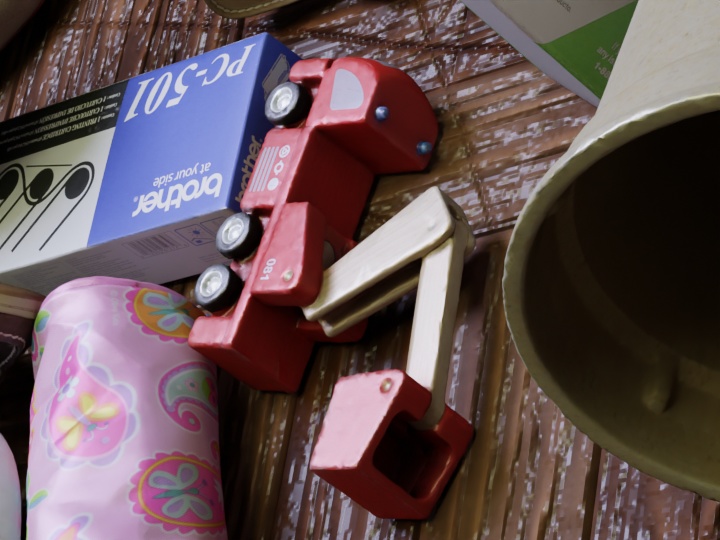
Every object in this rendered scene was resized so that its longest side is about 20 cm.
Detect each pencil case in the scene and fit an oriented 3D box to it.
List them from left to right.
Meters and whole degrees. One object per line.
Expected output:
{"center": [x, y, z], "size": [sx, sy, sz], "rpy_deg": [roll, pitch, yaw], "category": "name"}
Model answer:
{"center": [-0.098, 0.098, 1.103], "size": [0.087, 0.087, 0.201], "rpy_deg": [-31, 43, 26], "category": "pencil case"}

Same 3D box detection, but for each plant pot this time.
{"center": [0.158, -0.051, 0.883], "size": [0.200, 0.200, 0.184], "rpy_deg": [-21, 38, 34], "category": "plant pot"}

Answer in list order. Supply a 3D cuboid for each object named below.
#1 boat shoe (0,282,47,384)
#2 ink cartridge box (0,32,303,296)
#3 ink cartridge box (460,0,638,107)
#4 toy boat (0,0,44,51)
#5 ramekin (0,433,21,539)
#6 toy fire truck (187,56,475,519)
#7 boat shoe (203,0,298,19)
{"center": [-0.194, 0.048, 1.217], "size": [0.200, 0.072, 0.072], "rpy_deg": [-22, 57, 62], "category": "boat shoe"}
{"center": [-0.110, -0.040, 1.239], "size": [0.199, 0.044, 0.094], "rpy_deg": [-14, 53, 40], "category": "ink cartridge box"}
{"center": [0.113, -0.177, 1.037], "size": [0.200, 0.145, 0.084], "rpy_deg": [-52, 38, 1], "category": "ink cartridge box"}
{"center": [-0.256, -0.148, 1.430], "size": [0.200, 0.130, 0.131], "rpy_deg": [-45, 9, 10], "category": "toy boat"}
{"center": [-0.219, 0.142, 1.131], "size": [0.201, 0.097, 0.201], "rpy_deg": [-48, 34, 48], "category": "ramekin"}
{"center": [0.000, 0.000, 1.098], "size": [0.141, 0.049, 0.201], "rpy_deg": [-1, 62, 45], "category": "toy fire truck"}
{"center": [0.000, -0.166, 1.199], "size": [0.200, 0.074, 0.067], "rpy_deg": [-30, 39, 27], "category": "boat shoe"}
